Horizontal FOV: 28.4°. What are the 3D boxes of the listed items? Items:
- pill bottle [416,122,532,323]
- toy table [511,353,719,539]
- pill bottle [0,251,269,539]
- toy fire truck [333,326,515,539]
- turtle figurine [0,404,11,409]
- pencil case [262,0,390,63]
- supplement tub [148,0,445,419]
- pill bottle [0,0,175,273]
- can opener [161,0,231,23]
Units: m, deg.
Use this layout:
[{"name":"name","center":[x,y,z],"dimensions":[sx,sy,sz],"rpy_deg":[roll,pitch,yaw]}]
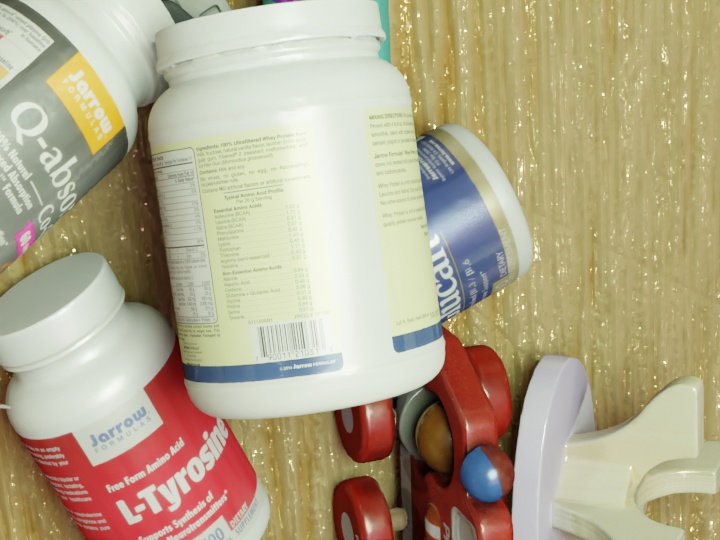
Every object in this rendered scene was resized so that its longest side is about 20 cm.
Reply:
[{"name":"pill bottle","center":[0.000,0.000,0.897],"dimensions":[0.198,0.111,0.112],"rpy_deg":[-29,114,-11]},{"name":"toy table","center":[0.181,0.161,0.987],"dimensions":[0.184,0.116,0.203],"rpy_deg":[-49,136,-49]},{"name":"pill bottle","center":[-0.144,0.095,0.866],"dimensions":[0.111,0.112,0.202],"rpy_deg":[-32,115,-10]},{"name":"toy fire truck","center":[0.059,0.142,0.931],"dimensions":[0.110,0.168,0.203],"rpy_deg":[-7,108,-20]},{"name":"turtle figurine","center":[-0.306,0.050,0.798],"dimensions":[0.198,0.102,0.149],"rpy_deg":[18,143,-34]},{"name":"pencil case","center":[-0.025,-0.157,0.851],"dimensions":[0.092,0.084,0.203],"rpy_deg":[-28,120,-52]},{"name":"supplement tub","center":[-0.036,-0.033,0.759],"dimensions":[0.143,0.145,0.203],"rpy_deg":[-9,94,-19]},{"name":"pill bottle","center":[-0.194,-0.080,0.770],"dimensions":[0.200,0.116,0.117],"rpy_deg":[-47,118,-24]},{"name":"can opener","center":[-0.122,-0.187,0.815],"dimensions":[0.053,0.067,0.201],"rpy_deg":[-34,115,-10]}]
